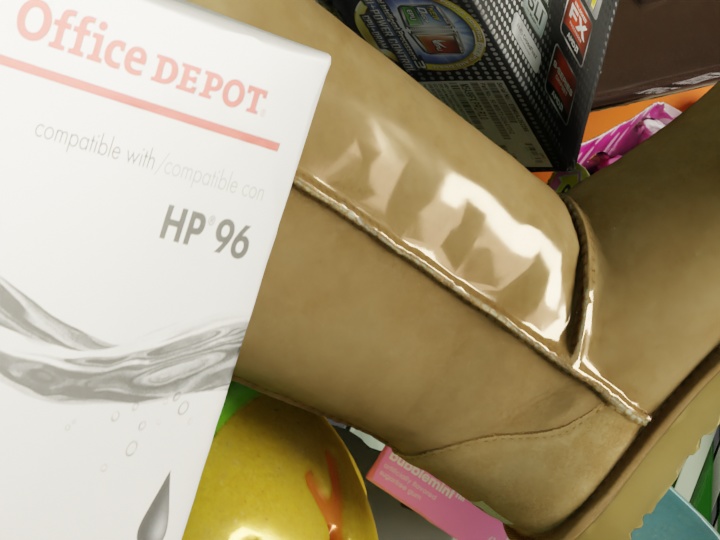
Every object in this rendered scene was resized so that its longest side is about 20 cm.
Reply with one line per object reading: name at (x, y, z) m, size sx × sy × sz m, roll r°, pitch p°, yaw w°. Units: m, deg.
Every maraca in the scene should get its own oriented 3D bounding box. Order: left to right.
maraca at (-0.055, 0.086, 0.753) m, size 0.200 × 0.107 × 0.138 m, roll 27°, pitch 83°, yaw -74°

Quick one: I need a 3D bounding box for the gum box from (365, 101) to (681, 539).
gum box at (0.077, 0.019, 0.875) m, size 0.114 × 0.066 × 0.200 m, roll -60°, pitch 171°, yaw 15°

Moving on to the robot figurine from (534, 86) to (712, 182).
robot figurine at (0.089, -0.027, 1.105) m, size 0.117 × 0.143 × 0.201 m, roll 52°, pitch 52°, yaw -58°

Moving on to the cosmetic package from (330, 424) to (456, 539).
cosmetic package at (-0.017, 0.137, 0.947) m, size 0.200 × 0.107 × 0.090 m, roll 80°, pitch 31°, yaw -56°

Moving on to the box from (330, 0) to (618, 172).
box at (0.023, -0.146, 0.746) m, size 0.200 × 0.044 × 0.161 m, roll 56°, pitch 43°, yaw -48°

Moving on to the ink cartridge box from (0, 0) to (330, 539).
ink cartridge box at (-0.080, -0.008, 0.574) m, size 0.116 × 0.068 × 0.201 m, roll 14°, pitch 93°, yaw -52°

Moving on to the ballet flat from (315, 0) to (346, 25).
ballet flat at (-0.019, -0.087, 0.784) m, size 0.200 × 0.069 × 0.070 m, roll 33°, pitch 75°, yaw -71°

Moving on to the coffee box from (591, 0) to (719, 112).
coffee box at (0.078, -0.095, 0.952) m, size 0.200 × 0.113 × 0.080 m, roll -17°, pitch 95°, yaw -76°

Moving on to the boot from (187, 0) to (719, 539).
boot at (0.024, -0.032, 0.696) m, size 0.175 × 0.200 × 0.066 m, roll -57°, pitch -154°, yaw -1°

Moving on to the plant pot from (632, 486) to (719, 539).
plant pot at (0.109, 0.206, 1.366) m, size 0.135 × 0.200 × 0.200 m, roll -38°, pitch 179°, yaw 25°
